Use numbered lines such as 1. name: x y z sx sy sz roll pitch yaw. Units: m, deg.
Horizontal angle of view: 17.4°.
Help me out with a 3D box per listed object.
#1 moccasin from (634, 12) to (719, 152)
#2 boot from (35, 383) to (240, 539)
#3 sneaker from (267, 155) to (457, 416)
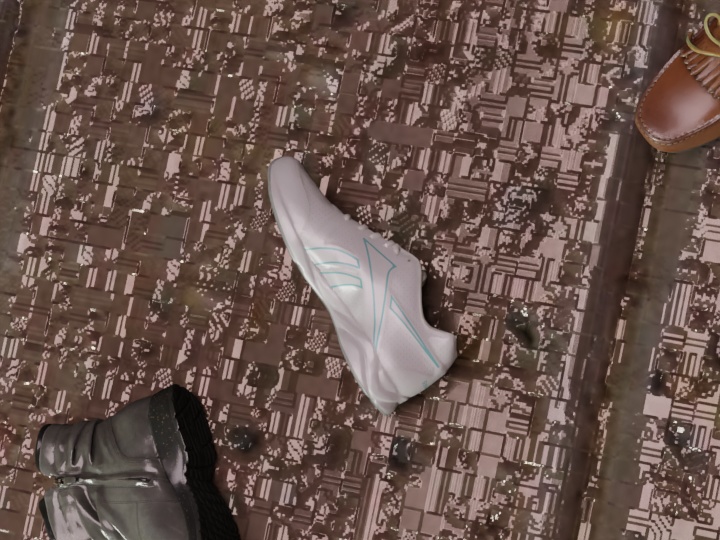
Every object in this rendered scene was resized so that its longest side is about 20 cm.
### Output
1. moccasin: 0.269 -0.155 1.588 0.201 0.078 0.074 -34 73 11
2. boot: -0.161 0.189 1.699 0.131 0.068 0.200 -22 68 19
3. sneaker: 0.000 0.000 1.669 0.080 0.070 0.200 -30 79 3
